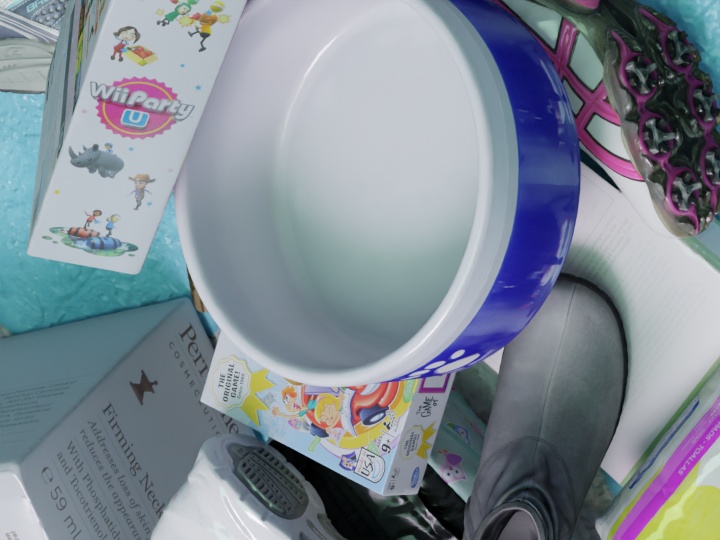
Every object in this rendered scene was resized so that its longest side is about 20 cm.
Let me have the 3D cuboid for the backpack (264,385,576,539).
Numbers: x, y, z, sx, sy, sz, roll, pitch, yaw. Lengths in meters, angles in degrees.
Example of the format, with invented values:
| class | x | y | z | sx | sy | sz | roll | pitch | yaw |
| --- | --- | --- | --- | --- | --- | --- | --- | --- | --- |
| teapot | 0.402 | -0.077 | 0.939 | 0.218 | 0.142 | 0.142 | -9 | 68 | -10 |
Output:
| class | x | y | z | sx | sy | sz | roll | pitch | yaw |
| --- | --- | --- | --- | --- | --- | --- | --- | --- | --- |
| backpack | 0.027 | 0.149 | 1.168 | 0.167 | 0.127 | 0.200 | -39 | 94 | 24 |

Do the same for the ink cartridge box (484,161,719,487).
| class | x | y | z | sx | sy | sz | roll | pitch | yaw |
| --- | --- | --- | --- | --- | --- | --- | --- | --- | --- |
| ink cartridge box | 0.113 | 0.002 | 1.092 | 0.200 | 0.048 | 0.146 | 42 | 128 | 14 |

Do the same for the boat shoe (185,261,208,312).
| class | x | y | z | sx | sy | sz | roll | pitch | yaw |
| --- | --- | --- | --- | --- | --- | --- | --- | --- | --- |
| boat shoe | -0.066 | -0.075 | 1.132 | 0.067 | 0.072 | 0.201 | -4 | 111 | -8 |

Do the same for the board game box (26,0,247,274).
| class | x | y | z | sx | sy | sz | roll | pitch | yaw |
| --- | --- | --- | --- | --- | --- | --- | --- | --- | --- |
| board game box | -0.109 | -0.120 | 1.006 | 0.064 | 0.148 | 0.200 | 11 | 135 | -15 |

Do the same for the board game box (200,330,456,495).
| class | x | y | z | sx | sy | sz | roll | pitch | yaw |
| --- | --- | --- | --- | --- | --- | --- | --- | --- | --- |
| board game box | 0.000 | 0.000 | 1.074 | 0.134 | 0.034 | 0.201 | 23 | 101 | 36 |

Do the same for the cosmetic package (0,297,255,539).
| class | x | y | z | sx | sy | sz | roll | pitch | yaw |
| --- | --- | --- | --- | --- | --- | --- | --- | --- | --- |
| cosmetic package | -0.178 | 0.144 | 1.221 | 0.166 | 0.200 | 0.168 | -13 | 111 | 32 |

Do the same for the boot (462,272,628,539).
| class | x | y | z | sx | sy | sz | roll | pitch | yaw |
| --- | --- | --- | --- | --- | --- | --- | --- | --- | --- |
| boot | 0.087 | 0.106 | 1.017 | 0.070 | 0.132 | 0.201 | 10 | 98 | 9 |

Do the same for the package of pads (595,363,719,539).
| class | x | y | z | sx | sy | sz | roll | pitch | yaw |
| --- | --- | --- | --- | --- | --- | --- | --- | --- | --- |
| package of pads | 0.236 | 0.138 | 1.033 | 0.200 | 0.068 | 0.155 | 31 | 108 | -14 |

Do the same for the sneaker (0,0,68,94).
| class | x | y | z | sx | sy | sz | roll | pitch | yaw |
| --- | --- | --- | --- | --- | --- | --- | --- | --- | --- |
| sneaker | -0.227 | -0.150 | 1.170 | 0.199 | 0.078 | 0.087 | 1 | 106 | 18 |

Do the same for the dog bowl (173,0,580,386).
| class | x | y | z | sx | sy | sz | roll | pitch | yaw |
| --- | --- | --- | --- | --- | --- | --- | --- | --- | --- |
| dog bowl | 0.006 | -0.045 | 0.994 | 0.200 | 0.079 | 0.201 | 0 | 90 | 40 |

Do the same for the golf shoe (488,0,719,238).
| class | x | y | z | sx | sy | sz | roll | pitch | yaw |
| --- | --- | --- | --- | --- | --- | --- | --- | --- | --- |
| golf shoe | 0.113 | -0.103 | 1.022 | 0.092 | 0.073 | 0.200 | -22 | 98 | 49 |

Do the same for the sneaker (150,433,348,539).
| class | x | y | z | sx | sy | sz | roll | pitch | yaw |
| --- | --- | --- | --- | --- | --- | --- | --- | --- | --- |
| sneaker | -0.032 | 0.185 | 1.096 | 0.200 | 0.078 | 0.099 | 47 | 117 | 11 |
